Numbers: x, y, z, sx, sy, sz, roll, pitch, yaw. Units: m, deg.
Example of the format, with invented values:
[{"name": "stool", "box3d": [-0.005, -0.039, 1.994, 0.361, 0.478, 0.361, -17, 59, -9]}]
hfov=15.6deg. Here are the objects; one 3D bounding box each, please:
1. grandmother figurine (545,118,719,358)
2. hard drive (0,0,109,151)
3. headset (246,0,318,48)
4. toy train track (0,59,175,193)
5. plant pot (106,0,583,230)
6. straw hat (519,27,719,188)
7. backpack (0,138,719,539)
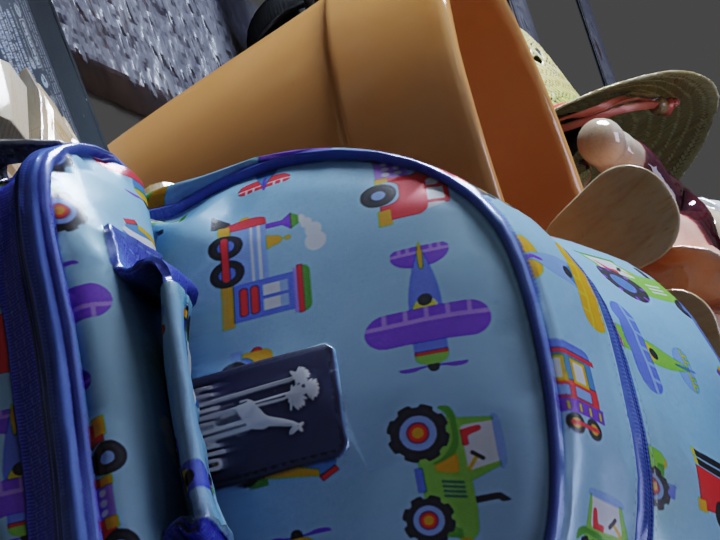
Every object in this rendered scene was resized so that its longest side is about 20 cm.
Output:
[{"name": "grandmother figurine", "box3d": [0.109, 0.005, 0.889, 0.200, 0.060, 0.121, -19, 99, -75]}, {"name": "hard drive", "box3d": [-0.119, -0.051, 0.689, 0.200, 0.033, 0.140, -40, 110, -77]}, {"name": "headset", "box3d": [-0.011, -0.125, 1.135, 0.200, 0.094, 0.124, 68, 5, -78]}, {"name": "toy train track", "box3d": [-0.050, 0.011, 0.710, 0.200, 0.033, 0.115, 56, 16, -41]}, {"name": "plant pot", "box3d": [0.000, 0.000, 0.879, 0.200, 0.140, 0.200, -20, 90, -77]}, {"name": "straw hat", "box3d": [0.051, -0.056, 1.109, 0.085, 0.201, 0.201, 59, 8, 18]}, {"name": "backpack", "box3d": [-0.028, 0.058, 0.509, 0.135, 0.200, 0.183, 50, 26, -49]}]
